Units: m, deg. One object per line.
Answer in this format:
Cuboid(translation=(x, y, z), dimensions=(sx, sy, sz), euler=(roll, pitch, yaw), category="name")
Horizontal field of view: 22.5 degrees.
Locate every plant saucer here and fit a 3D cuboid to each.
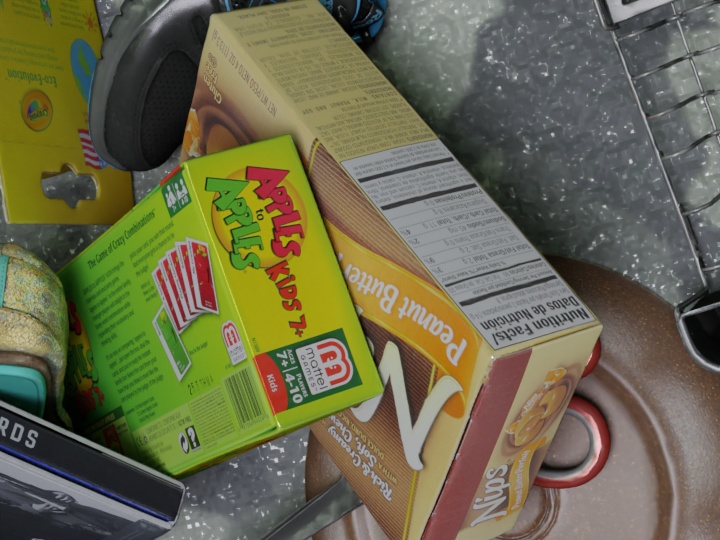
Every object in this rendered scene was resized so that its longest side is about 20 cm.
Cuboid(translation=(0.065, 0.093, 0.757), dimensions=(0.199, 0.037, 0.202), euler=(0, 90, 17), category="plant saucer")

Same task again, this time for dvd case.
Cuboid(translation=(-0.190, 0.076, 0.733), dimensions=(0.150, 0.199, 0.025), euler=(-32, 36, 52), category="dvd case")

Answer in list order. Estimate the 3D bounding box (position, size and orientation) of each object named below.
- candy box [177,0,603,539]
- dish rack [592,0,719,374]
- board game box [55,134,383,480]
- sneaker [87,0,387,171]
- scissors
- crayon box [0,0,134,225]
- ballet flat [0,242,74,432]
Cuboid(translation=(0.000, 0.000, 0.703), dimensions=(0.200, 0.055, 0.116), euler=(51, 141, 32), category="candy box")
Cuboid(translation=(0.172, -0.076, 0.700), dimensions=(0.153, 0.055, 0.201), euler=(-19, 94, 17), category="dish rack")
Cuboid(translation=(-0.070, 0.028, 0.729), dimensions=(0.200, 0.047, 0.102), euler=(-30, 79, 59), category="board game box")
Cuboid(translation=(-0.039, -0.113, 0.767), dimensions=(0.082, 0.073, 0.200), euler=(42, 103, 13), category="sneaker")
Cuboid(translation=(0.011, 0.075, 0.750), dimensions=(0.199, 0.014, 0.074), euler=(-20, 86, 19), category="scissors")
Cuboid(translation=(-0.161, -0.112, 0.778), dimensions=(0.051, 0.127, 0.201), euler=(-14, 86, 18), category="crayon box")
Cuboid(translation=(-0.154, 0.048, 0.773), dimensions=(0.070, 0.200, 0.071), euler=(5, 64, -11), category="ballet flat")
